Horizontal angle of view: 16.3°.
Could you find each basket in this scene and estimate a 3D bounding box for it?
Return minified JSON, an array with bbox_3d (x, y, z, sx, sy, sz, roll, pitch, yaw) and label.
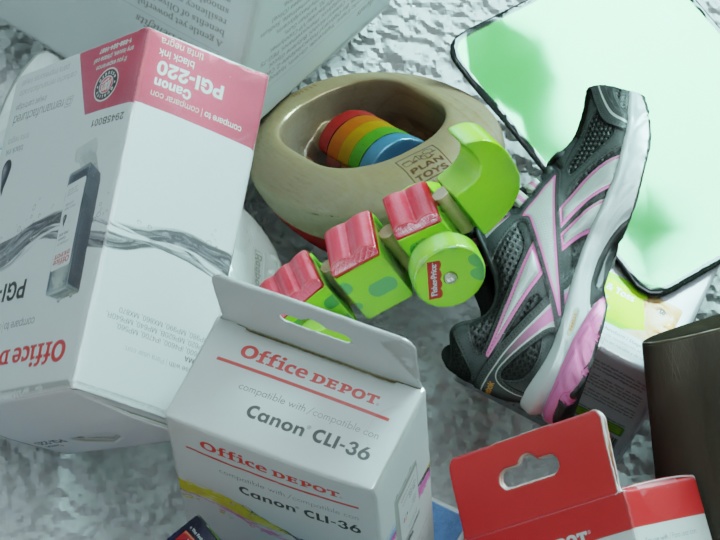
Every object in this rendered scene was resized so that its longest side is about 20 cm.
[{"bbox_3d":[0.226,0.119,1.320,0.179,0.136,0.201,-16,90,7],"label":"basket"}]

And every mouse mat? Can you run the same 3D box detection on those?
[{"bbox_3d":[0.165,-0.089,1.444,0.160,0.008,0.200,-28,68,-26],"label":"mouse mat"}]

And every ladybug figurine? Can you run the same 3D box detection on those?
[{"bbox_3d":[0.013,-0.053,1.434,0.135,0.072,0.200,-26,29,-15],"label":"ladybug figurine"}]

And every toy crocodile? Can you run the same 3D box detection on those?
[{"bbox_3d":[0.000,0.000,1.314,0.200,0.062,0.068,-34,36,11],"label":"toy crocodile"}]

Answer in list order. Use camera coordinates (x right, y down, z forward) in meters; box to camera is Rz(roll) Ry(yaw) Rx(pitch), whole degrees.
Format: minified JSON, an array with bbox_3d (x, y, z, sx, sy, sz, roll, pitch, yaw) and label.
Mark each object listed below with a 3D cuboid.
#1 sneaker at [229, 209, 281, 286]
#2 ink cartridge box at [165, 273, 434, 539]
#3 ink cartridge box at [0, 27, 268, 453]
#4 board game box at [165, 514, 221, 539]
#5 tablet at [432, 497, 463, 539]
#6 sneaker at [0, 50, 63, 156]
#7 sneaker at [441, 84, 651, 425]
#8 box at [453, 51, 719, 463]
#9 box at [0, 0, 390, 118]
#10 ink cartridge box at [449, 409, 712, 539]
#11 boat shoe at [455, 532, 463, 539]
[{"bbox_3d":[-0.077,0.020,1.411,0.080,0.076,0.201,-2,60,-25],"label":"sneaker"},{"bbox_3d":[-0.029,0.096,1.257,0.116,0.200,0.068,18,57,16],"label":"ink cartridge box"},{"bbox_3d":[-0.136,-0.012,1.334,0.085,0.145,0.201,20,71,-33],"label":"ink cartridge box"},{"bbox_3d":[-0.053,0.227,1.203,0.200,0.062,0.200,-37,63,-10],"label":"board game box"},{"bbox_3d":[-0.041,0.183,1.328,0.130,0.014,0.200,24,60,20],"label":"tablet"},{"bbox_3d":[-0.191,-0.039,1.423,0.080,0.071,0.201,28,56,3],"label":"sneaker"},{"bbox_3d":[0.098,-0.020,1.342,0.086,0.080,0.201,17,60,2],"label":"sneaker"},{"bbox_3d":[0.150,-0.010,1.457,0.112,0.102,0.200,28,57,5],"label":"box"},{"bbox_3d":[-0.093,-0.219,1.466,0.198,0.172,0.200,30,44,16],"label":"box"},{"bbox_3d":[0.126,0.178,1.283,0.067,0.116,0.201,-4,76,-47],"label":"ink cartridge box"},{"bbox_3d":[0.050,0.224,1.326,0.062,0.073,0.201,44,38,-36],"label":"boat shoe"}]
